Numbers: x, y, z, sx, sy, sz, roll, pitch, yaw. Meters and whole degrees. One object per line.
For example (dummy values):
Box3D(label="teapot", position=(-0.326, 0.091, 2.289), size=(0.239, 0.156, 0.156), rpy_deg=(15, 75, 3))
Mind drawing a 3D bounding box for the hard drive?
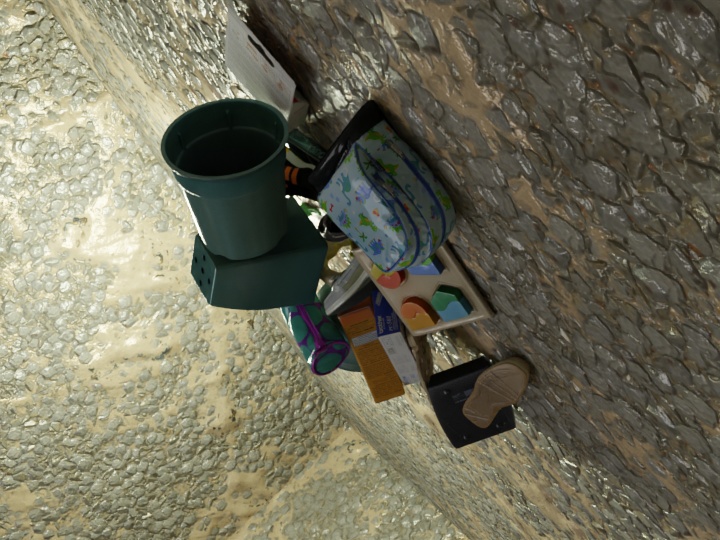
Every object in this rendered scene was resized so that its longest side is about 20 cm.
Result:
Box3D(label="hard drive", position=(0.199, 0.236, 1.641), size=(0.043, 0.134, 0.201), rpy_deg=(-105, -8, -46))

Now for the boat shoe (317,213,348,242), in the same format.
Box3D(label="boat shoe", position=(-0.021, -0.085, 1.529), size=(0.057, 0.067, 0.199), rpy_deg=(26, 166, -34))

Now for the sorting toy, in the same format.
Box3D(label="sorting toy", position=(0.092, 0.023, 1.436), size=(0.199, 0.037, 0.186), rpy_deg=(-16, 116, 50))

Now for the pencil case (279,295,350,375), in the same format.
Box3D(label="pencil case", position=(-0.096, 0.094, 1.683), size=(0.201, 0.085, 0.093), rpy_deg=(55, 177, 34))

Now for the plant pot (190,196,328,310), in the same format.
Box3D(label="plant pot", position=(-0.186, -0.020, 1.595), size=(0.142, 0.198, 0.142), rpy_deg=(53, 141, 36))

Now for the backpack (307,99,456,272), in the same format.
Box3D(label="backpack", position=(0.033, -0.096, 1.231), size=(0.199, 0.154, 0.163), rpy_deg=(38, 140, -7))

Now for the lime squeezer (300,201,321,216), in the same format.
Box3D(label="lime squeezer", position=(-0.135, -0.119, 1.928), size=(0.199, 0.070, 0.038), rpy_deg=(-15, 101, 44))

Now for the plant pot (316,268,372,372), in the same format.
Box3D(label="plant pot", position=(-0.001, 0.075, 1.766), size=(0.200, 0.200, 0.135), rpy_deg=(45, 148, 21))

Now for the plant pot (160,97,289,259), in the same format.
Box3D(label="plant pot", position=(-0.202, -0.137, 1.469), size=(0.200, 0.199, 0.197), rpy_deg=(41, 151, 35))

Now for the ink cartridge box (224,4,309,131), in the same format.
Box3D(label="ink cartridge box", position=(-0.143, -0.316, 1.417), size=(0.161, 0.050, 0.200), rpy_deg=(49, 163, 4))

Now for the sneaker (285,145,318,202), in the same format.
Box3D(label="sneaker", position=(-0.119, -0.147, 1.577), size=(0.200, 0.090, 0.070), rpy_deg=(39, 163, 41))

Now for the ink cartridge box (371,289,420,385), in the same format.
Box3D(label="ink cartridge box", position=(0.069, 0.119, 1.629), size=(0.200, 0.044, 0.095), rpy_deg=(63, -163, -55))

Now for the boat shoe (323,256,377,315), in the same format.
Box3D(label="boat shoe", position=(0.000, 0.000, 1.562), size=(0.074, 0.202, 0.065), rpy_deg=(-11, -123, -52))

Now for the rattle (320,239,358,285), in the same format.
Box3D(label="rattle", position=(-0.065, -0.054, 1.648), size=(0.199, 0.131, 0.143), rpy_deg=(24, 167, 30))

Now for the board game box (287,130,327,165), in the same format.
Box3D(label="board game box", position=(-0.090, -0.188, 1.632), size=(0.200, 0.028, 0.136), rpy_deg=(38, 163, 44))

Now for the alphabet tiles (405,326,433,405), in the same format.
Box3D(label="alphabet tiles", position=(0.107, 0.133, 1.649), size=(0.201, 0.014, 0.197), rpy_deg=(66, -163, -49))

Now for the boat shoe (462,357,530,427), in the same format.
Box3D(label="boat shoe", position=(0.229, 0.187, 1.509), size=(0.074, 0.069, 0.200), rpy_deg=(38, 145, 6))

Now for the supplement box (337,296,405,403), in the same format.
Box3D(label="supplement box", position=(0.021, 0.142, 1.673), size=(0.067, 0.068, 0.201), rpy_deg=(-97, -15, -64))
